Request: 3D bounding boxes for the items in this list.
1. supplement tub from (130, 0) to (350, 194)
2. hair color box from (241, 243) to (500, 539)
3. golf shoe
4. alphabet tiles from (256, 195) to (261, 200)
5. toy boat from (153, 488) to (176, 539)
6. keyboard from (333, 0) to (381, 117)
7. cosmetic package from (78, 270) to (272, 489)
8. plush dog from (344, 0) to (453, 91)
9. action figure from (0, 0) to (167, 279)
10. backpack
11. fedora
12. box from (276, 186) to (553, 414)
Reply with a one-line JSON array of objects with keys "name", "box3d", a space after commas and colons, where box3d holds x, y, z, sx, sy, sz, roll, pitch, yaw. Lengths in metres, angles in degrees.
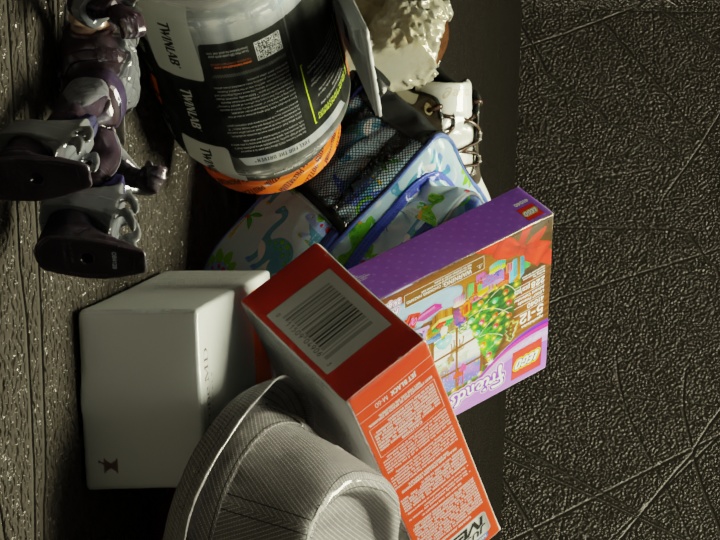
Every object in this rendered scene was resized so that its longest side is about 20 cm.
[{"name": "supplement tub", "box3d": [-0.073, -0.142, 1.341, 0.200, 0.122, 0.123, 76, 16, -55]}, {"name": "hair color box", "box3d": [0.009, 0.089, 1.311, 0.111, 0.064, 0.200, 41, -18, 39]}, {"name": "golf shoe", "box3d": [0.058, -0.091, 1.637, 0.200, 0.078, 0.095, 57, -45, 22]}, {"name": "alphabet tiles", "box3d": [-0.069, 0.027, 1.691, 0.196, 0.015, 0.200, 79, 13, -47]}, {"name": "toy boat", "box3d": [-0.072, 0.190, 1.404, 0.131, 0.130, 0.200, -129, -154, -51]}, {"name": "keyboard", "box3d": [-0.009, -0.156, 1.352, 0.200, 0.011, 0.056, -109, -177, -63]}, {"name": "cosmetic package", "box3d": [-0.104, 0.059, 1.287, 0.200, 0.071, 0.102, -38, 126, -78]}, {"name": "plush dog", "box3d": [-0.041, -0.161, 1.616, 0.172, 0.160, 0.200, -103, -147, -55]}, {"name": "action figure", "box3d": [-0.135, -0.078, 1.125, 0.200, 0.069, 0.130, -84, 164, -54]}, {"name": "backpack", "box3d": [0.000, 0.000, 1.500, 0.147, 0.200, 0.183, 42, -8, 33]}, {"name": "fedora", "box3d": [-0.033, 0.154, 1.215, 0.200, 0.090, 0.177, 65, 44, -60]}, {"name": "box", "box3d": [0.036, 0.044, 1.419, 0.039, 0.200, 0.137, 41, -34, 38]}]
